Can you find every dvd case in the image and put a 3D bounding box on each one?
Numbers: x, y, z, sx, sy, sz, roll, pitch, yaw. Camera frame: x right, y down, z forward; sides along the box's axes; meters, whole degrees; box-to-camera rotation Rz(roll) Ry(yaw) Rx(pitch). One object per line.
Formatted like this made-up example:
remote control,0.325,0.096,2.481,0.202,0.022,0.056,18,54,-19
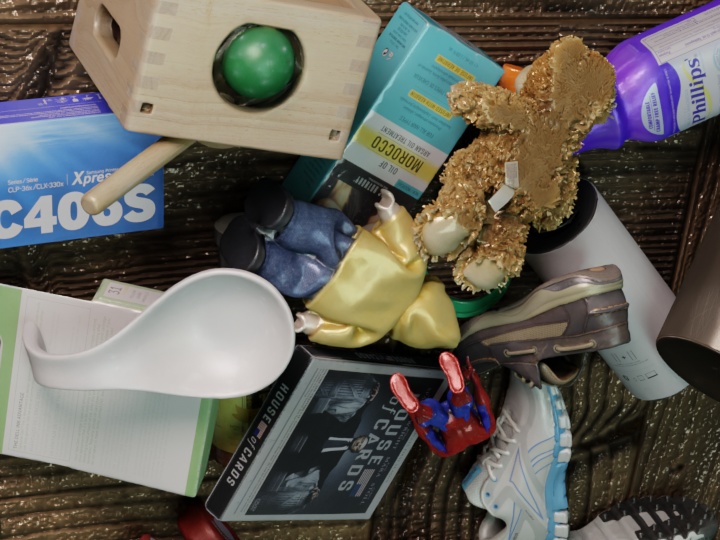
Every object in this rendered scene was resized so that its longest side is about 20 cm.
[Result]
dvd case,-0.020,0.130,1.509,0.199,0.025,0.151,9,115,-54

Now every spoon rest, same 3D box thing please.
spoon rest,-0.143,0.052,1.353,0.198,0.061,0.100,-9,115,10

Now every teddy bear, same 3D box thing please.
teddy bear,0.109,-0.080,1.411,0.144,0.067,0.201,16,94,-29

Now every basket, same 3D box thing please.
basket,0.330,0.002,1.532,0.201,0.136,0.180,-56,134,-16

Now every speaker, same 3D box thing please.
speaker,0.203,0.017,1.560,0.081,0.081,0.200,-41,124,1

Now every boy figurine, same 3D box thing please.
boy figurine,0.000,0.000,1.411,0.199,0.064,0.125,24,101,-33

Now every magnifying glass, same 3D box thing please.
magnifying glass,0.095,-0.060,1.493,0.079,0.022,0.201,17,107,6

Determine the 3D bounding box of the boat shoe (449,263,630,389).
boat shoe,0.136,0.058,1.495,0.074,0.200,0.074,-11,78,-32

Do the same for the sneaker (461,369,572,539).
sneaker,0.127,0.159,1.611,0.086,0.075,0.201,-11,120,-11

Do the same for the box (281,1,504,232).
box,0.015,-0.092,1.437,0.082,0.049,0.201,27,103,-32

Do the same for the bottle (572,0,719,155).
bottle,0.229,-0.144,1.493,0.199,0.065,0.084,-24,128,-10

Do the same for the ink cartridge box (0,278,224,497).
ink cartridge box,-0.203,0.078,1.427,0.199,0.048,0.146,13,114,2

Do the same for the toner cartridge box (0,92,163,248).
toner cartridge box,-0.237,-0.068,1.344,0.199,0.043,0.096,-8,118,-19

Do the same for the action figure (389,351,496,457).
action figure,0.070,0.108,1.523,0.065,0.052,0.200,-28,157,2

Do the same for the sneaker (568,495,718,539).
sneaker,0.224,0.262,1.713,0.199,0.067,0.091,-17,125,-10

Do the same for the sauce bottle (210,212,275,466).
sauce bottle,-0.088,0.054,1.461,0.066,0.066,0.201,-11,122,-18

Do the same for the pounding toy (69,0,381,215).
pounding toy,-0.104,-0.132,1.272,0.183,0.200,0.143,6,114,-26

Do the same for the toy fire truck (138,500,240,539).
toy fire truck,-0.108,0.293,1.519,0.112,0.168,0.200,-40,125,2
